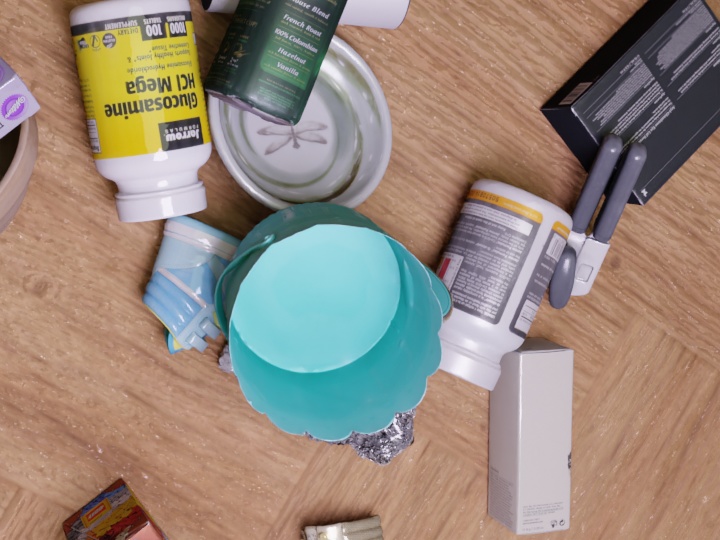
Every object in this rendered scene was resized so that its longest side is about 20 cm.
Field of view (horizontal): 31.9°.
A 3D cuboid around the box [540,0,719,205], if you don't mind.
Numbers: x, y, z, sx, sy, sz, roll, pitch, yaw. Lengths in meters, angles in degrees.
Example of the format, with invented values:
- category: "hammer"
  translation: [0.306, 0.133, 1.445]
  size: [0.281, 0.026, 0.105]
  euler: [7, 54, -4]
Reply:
- category: "box"
  translation: [0.317, -0.190, 1.377]
  size: [0.200, 0.079, 0.141]
  euler: [-44, 106, -10]

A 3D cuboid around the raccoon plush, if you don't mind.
- category: "raccoon plush"
  translation: [-0.039, 0.138, 1.257]
  size: [0.199, 0.134, 0.097]
  euler: [10, 94, -21]

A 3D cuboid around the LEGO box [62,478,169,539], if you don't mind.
- category: "LEGO box"
  translation: [-0.191, 0.318, 1.217]
  size: [0.077, 0.149, 0.200]
  euler: [-37, 108, -12]

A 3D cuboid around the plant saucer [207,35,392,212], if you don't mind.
- category: "plant saucer"
  translation: [-0.065, -0.144, 1.241]
  size: [0.199, 0.050, 0.201]
  euler: [8, 75, -29]

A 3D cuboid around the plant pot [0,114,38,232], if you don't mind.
- category: "plant pot"
  translation: [-0.368, -0.078, 1.113]
  size: [0.201, 0.201, 0.093]
  euler: [-39, 148, -11]

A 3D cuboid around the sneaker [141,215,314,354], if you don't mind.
- category: "sneaker"
  translation: [-0.123, 0.040, 1.248]
  size: [0.199, 0.080, 0.131]
  euler: [26, 86, -11]

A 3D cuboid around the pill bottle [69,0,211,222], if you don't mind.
- category: "pill bottle"
  translation: [-0.200, -0.151, 1.175]
  size: [0.112, 0.112, 0.201]
  euler: [-12, 101, -18]

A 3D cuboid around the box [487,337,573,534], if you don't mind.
- category: "box"
  translation: [0.184, 0.178, 1.374]
  size: [0.068, 0.082, 0.201]
  euler: [-2, 99, -19]

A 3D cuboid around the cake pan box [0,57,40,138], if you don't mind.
- category: "cake pan box"
  translation: [-0.397, -0.143, 1.076]
  size: [0.200, 0.184, 0.052]
  euler: [-40, 151, -10]

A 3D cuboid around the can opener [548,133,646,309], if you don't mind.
- category: "can opener"
  translation: [0.247, -0.045, 1.338]
  size: [0.053, 0.067, 0.201]
  euler: [18, 126, 2]

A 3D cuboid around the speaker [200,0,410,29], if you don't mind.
- category: "speaker"
  translation: [-0.055, -0.284, 1.229]
  size: [0.199, 0.081, 0.082]
  euler: [1, 96, -20]

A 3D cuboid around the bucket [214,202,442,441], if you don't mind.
- category: "bucket"
  translation: [-0.033, 0.039, 1.155]
  size: [0.206, 0.135, 0.208]
  euler: [-3, 107, -10]

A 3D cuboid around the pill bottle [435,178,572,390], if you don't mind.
- category: "pill bottle"
  translation: [0.134, 0.015, 1.315]
  size: [0.116, 0.116, 0.201]
  euler: [25, 88, -21]

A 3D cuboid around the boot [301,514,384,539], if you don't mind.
- category: "boot"
  translation: [-0.046, 0.341, 1.289]
  size: [0.199, 0.073, 0.156]
  euler: [-11, 84, -30]

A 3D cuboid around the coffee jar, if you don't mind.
- category: "coffee jar"
  translation: [-0.063, -0.236, 1.136]
  size: [0.085, 0.104, 0.201]
  euler: [22, 93, -26]

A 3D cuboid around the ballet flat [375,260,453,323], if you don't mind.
- category: "ballet flat"
  translation: [0.000, 0.000, 1.275]
  size: [0.199, 0.071, 0.071]
  euler: [28, 87, -3]
